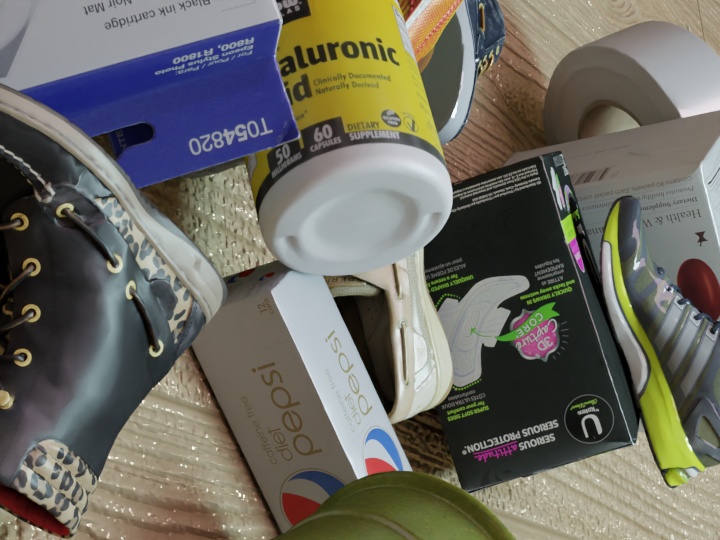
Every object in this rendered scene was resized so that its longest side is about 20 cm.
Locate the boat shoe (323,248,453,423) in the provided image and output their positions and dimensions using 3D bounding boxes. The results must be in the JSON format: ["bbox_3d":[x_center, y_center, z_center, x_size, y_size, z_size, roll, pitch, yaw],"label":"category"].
[{"bbox_3d":[0.000,0.000,1.167,0.065,0.072,0.201,-18,91,-56],"label":"boat shoe"}]

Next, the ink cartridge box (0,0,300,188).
[{"bbox_3d":[-0.144,-0.134,0.874,0.041,0.199,0.201,166,-94,-77],"label":"ink cartridge box"}]

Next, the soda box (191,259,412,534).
[{"bbox_3d":[-0.026,0.095,1.066,0.201,0.068,0.064,65,29,-14],"label":"soda box"}]

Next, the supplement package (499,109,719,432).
[{"bbox_3d":[0.211,0.005,1.393,0.147,0.190,0.201,-44,120,-59],"label":"supplement package"}]

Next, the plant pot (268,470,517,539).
[{"bbox_3d":[-0.032,0.209,0.897,0.189,0.199,0.201,-1,76,-49],"label":"plant pot"}]

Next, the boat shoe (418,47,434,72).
[{"bbox_3d":[-0.038,-0.172,1.204,0.200,0.071,0.070,14,26,-49],"label":"boat shoe"}]

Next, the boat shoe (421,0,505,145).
[{"bbox_3d":[0.074,-0.164,1.384,0.091,0.071,0.201,36,43,-42],"label":"boat shoe"}]

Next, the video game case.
[{"bbox_3d":[-0.122,-0.151,0.996,0.181,0.045,0.201,-18,91,-82],"label":"video game case"}]

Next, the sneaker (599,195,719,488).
[{"bbox_3d":[0.217,0.043,1.242,0.074,0.081,0.201,-18,90,-79],"label":"sneaker"}]

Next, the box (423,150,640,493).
[{"bbox_3d":[0.107,0.031,1.253,0.149,0.124,0.201,-24,96,-77],"label":"box"}]

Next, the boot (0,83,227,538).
[{"bbox_3d":[-0.159,0.016,0.824,0.200,0.073,0.151,46,62,-40],"label":"boot"}]

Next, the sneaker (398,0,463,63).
[{"bbox_3d":[0.005,-0.134,1.162,0.073,0.200,0.077,39,-11,29],"label":"sneaker"}]

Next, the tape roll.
[{"bbox_3d":[0.241,-0.104,1.518,0.071,0.202,0.203,-24,97,-26],"label":"tape roll"}]

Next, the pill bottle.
[{"bbox_3d":[-0.021,-0.107,1.049,0.111,0.111,0.201,33,35,-50],"label":"pill bottle"}]
